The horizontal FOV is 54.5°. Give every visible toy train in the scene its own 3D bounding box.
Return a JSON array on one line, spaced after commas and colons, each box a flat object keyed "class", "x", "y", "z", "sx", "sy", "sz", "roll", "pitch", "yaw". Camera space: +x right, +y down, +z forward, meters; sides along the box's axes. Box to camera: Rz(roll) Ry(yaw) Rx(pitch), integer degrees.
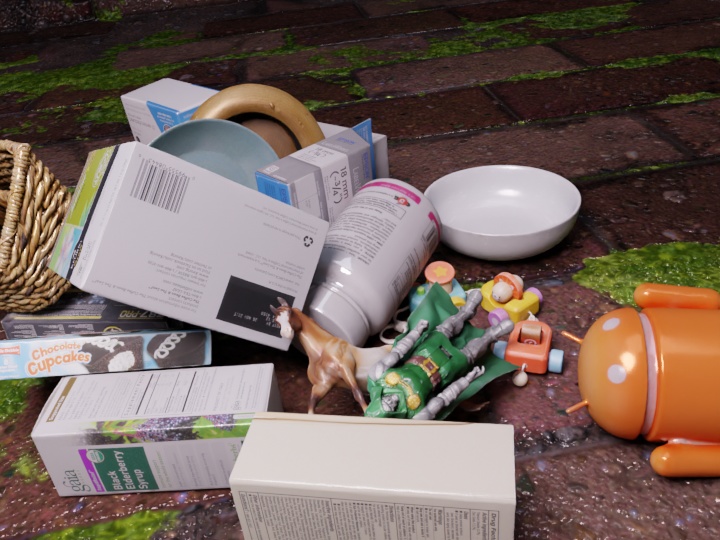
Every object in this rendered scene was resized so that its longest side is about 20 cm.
[{"class": "toy train", "x": 0.124, "y": 0.044, "z": 0.750, "sx": 0.200, "sy": 0.056, "sz": 0.150, "roll": 10, "pitch": 35, "yaw": 23}]

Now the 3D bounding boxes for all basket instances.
[{"class": "basket", "x": -0.416, "y": -0.050, "z": 0.792, "sx": 0.200, "sy": 0.149, "sz": 0.143, "roll": 14, "pitch": 60, "yaw": 39}]

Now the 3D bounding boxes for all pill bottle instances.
[{"class": "pill bottle", "x": 0.000, "y": 0.000, "z": 0.766, "sx": 0.113, "sy": 0.113, "sz": 0.200, "roll": 13, "pitch": 49, "yaw": 28}]

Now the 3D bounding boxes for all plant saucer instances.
[{"class": "plant saucer", "x": -0.179, "y": -0.077, "z": 0.819, "sx": 0.201, "sy": 0.201, "sz": 0.039, "roll": -22, "pitch": 24, "yaw": -24}]

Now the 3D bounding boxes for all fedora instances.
[{"class": "fedora", "x": -0.134, "y": -0.135, "z": 0.897, "sx": 0.200, "sy": 0.201, "sz": 0.082, "roll": -13, "pitch": 16, "yaw": -10}]

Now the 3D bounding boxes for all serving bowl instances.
[{"class": "serving bowl", "x": 0.181, "y": -0.068, "z": 0.910, "sx": 0.200, "sy": 0.066, "sz": 0.200, "roll": -4, "pitch": 33, "yaw": 3}]

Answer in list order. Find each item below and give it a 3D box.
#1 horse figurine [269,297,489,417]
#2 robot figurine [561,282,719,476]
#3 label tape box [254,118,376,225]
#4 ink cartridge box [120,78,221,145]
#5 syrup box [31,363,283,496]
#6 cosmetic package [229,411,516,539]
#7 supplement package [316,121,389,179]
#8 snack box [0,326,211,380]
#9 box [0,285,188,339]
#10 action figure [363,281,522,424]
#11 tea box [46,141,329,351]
[{"class": "horse figurine", "x": 0.015, "y": 0.101, "z": 0.631, "sx": 0.200, "sy": 0.050, "sz": 0.133, "roll": 14, "pitch": 29, "yaw": -26}, {"class": "robot figurine", "x": 0.276, "y": 0.091, "z": 0.594, "sx": 0.200, "sy": 0.144, "sz": 0.117, "roll": 1, "pitch": 10, "yaw": 10}, {"class": "label tape box", "x": -0.026, "y": -0.086, "z": 0.866, "sx": 0.063, "sy": 0.144, "sz": 0.200, "roll": 23, "pitch": 42, "yaw": 38}, {"class": "ink cartridge box", "x": -0.242, "y": -0.157, "z": 0.998, "sx": 0.146, "sy": 0.200, "sz": 0.086, "roll": 23, "pitch": 43, "yaw": 39}, {"class": "syrup box", "x": -0.172, "y": 0.142, "z": 0.622, "sx": 0.200, "sy": 0.079, "sz": 0.081, "roll": -4, "pitch": 32, "yaw": 3}, {"class": "cosmetic package", "x": 0.014, "y": 0.170, "z": 0.524, "sx": 0.200, "sy": 0.104, "sz": 0.073, "roll": 1, "pitch": 33, "yaw": 9}, {"class": "supplement package", "x": -0.072, "y": -0.138, "z": 1.013, "sx": 0.200, "sy": 0.120, "sz": 0.121, "roll": 18, "pitch": 39, "yaw": 34}, {"class": "snack box", "x": -0.250, "y": 0.080, "z": 0.695, "sx": 0.200, "sy": 0.037, "sz": 0.116, "roll": -3, "pitch": -3, "yaw": -12}, {"class": "box", "x": -0.297, "y": 0.032, "z": 0.848, "sx": 0.200, "sy": 0.049, "sz": 0.161, "roll": -1, "pitch": 30, "yaw": 7}, {"class": "action figure", "x": 0.065, "y": 0.081, "z": 0.608, "sx": 0.118, "sy": 0.055, "sz": 0.200, "roll": 42, "pitch": 40, "yaw": 13}, {"class": "tea box", "x": -0.173, "y": -0.023, "z": 0.685, "sx": 0.200, "sy": 0.134, "sz": 0.197, "roll": 22, "pitch": -7, "yaw": -33}]
